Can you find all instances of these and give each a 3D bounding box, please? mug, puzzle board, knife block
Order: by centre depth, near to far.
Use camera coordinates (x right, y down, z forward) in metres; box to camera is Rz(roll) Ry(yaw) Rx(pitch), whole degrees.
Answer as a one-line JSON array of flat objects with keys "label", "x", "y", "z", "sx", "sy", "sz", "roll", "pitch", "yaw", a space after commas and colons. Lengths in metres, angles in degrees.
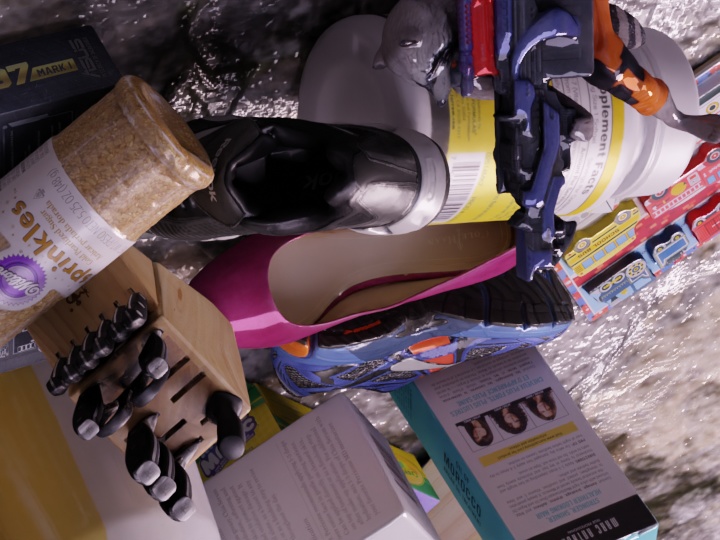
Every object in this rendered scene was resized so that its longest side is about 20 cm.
[{"label": "knife block", "x": -0.094, "y": 0.067, "z": 1.380, "sx": 0.064, "sy": 0.176, "sz": 0.200, "roll": -40, "pitch": 150, "yaw": 5}, {"label": "mug", "x": -0.167, "y": 0.140, "z": 1.518, "sx": 0.187, "sy": 0.153, "sz": 0.149, "roll": -30, "pitch": 144, "yaw": -2}, {"label": "puzzle board", "x": 0.200, "y": -0.059, "z": 1.675, "sx": 0.200, "sy": 0.017, "sz": 0.151, "roll": -35, "pitch": 144, "yaw": 3}]

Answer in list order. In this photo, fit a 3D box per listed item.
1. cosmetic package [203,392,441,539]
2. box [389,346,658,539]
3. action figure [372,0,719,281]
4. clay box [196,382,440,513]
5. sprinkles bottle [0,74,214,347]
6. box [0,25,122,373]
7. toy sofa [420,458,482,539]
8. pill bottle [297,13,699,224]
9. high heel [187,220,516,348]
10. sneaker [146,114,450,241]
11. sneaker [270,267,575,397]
[{"label": "cosmetic package", "x": -0.060, "y": 0.174, "z": 1.601, "sx": 0.200, "sy": 0.101, "sz": 0.071, "roll": -33, "pitch": 140, "yaw": 6}, {"label": "box", "x": 0.093, "y": 0.108, "z": 1.631, "sx": 0.082, "sy": 0.200, "sz": 0.049, "roll": -20, "pitch": 142, "yaw": -16}, {"label": "action figure", "x": 0.093, "y": -0.099, "z": 1.376, "sx": 0.193, "sy": 0.105, "sz": 0.200, "roll": 1, "pitch": 99, "yaw": -31}, {"label": "clay box", "x": -0.053, "y": 0.140, "z": 1.689, "sx": 0.115, "sy": 0.048, "sz": 0.200, "roll": -44, "pitch": 143, "yaw": 15}, {"label": "sprinkles bottle", "x": -0.167, "y": -0.010, "z": 1.330, "sx": 0.200, "sy": 0.068, "sz": 0.068, "roll": -39, "pitch": 143, "yaw": 8}, {"label": "box", "x": -0.202, "y": -0.022, "z": 1.390, "sx": 0.158, "sy": 0.051, "sz": 0.200, "roll": -17, "pitch": 142, "yaw": -20}, {"label": "toy sofa", "x": 0.049, "y": 0.186, "z": 1.805, "sx": 0.200, "sy": 0.098, "sz": 0.083, "roll": -45, "pitch": 167, "yaw": 15}, {"label": "pill bottle", "x": 0.077, "y": -0.083, "z": 1.474, "sx": 0.200, "sy": 0.114, "sz": 0.114, "roll": -4, "pitch": 135, "yaw": -34}, {"label": "high heel", "x": 0.000, "y": 0.000, "z": 1.513, "sx": 0.200, "sy": 0.067, "sz": 0.096, "roll": -10, "pitch": 180, "yaw": -23}, {"label": "sneaker", "x": -0.061, "y": -0.049, "z": 1.375, "sx": 0.090, "sy": 0.200, "sz": 0.066, "roll": 5, "pitch": 87, "yaw": -58}, {"label": "sneaker", "x": 0.033, "y": 0.031, "z": 1.621, "sx": 0.200, "sy": 0.075, "sz": 0.078, "roll": -5, "pitch": 145, "yaw": -21}]
